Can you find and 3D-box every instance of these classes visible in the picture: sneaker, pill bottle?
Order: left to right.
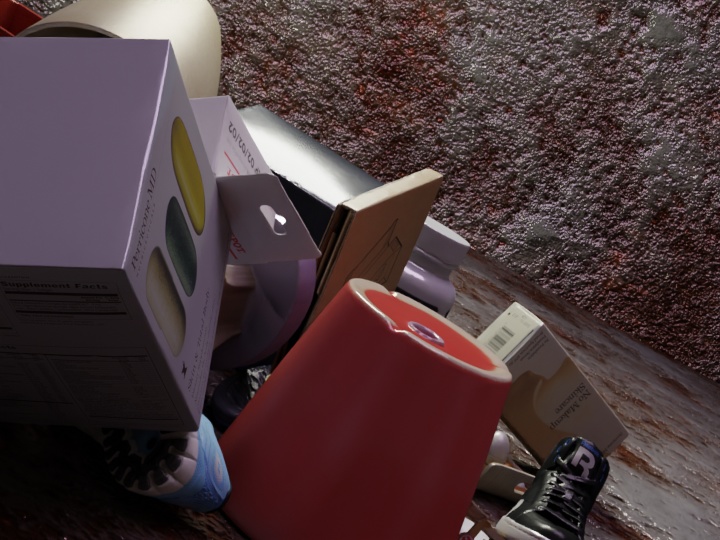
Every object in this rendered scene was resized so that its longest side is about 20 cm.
[{"bbox_3d":[-0.151,0.107,0.909,0.090,0.078,0.200,47,0,-41],"label":"sneaker"},{"bbox_3d":[-0.050,0.126,1.132,0.198,0.079,0.066,-5,45,-42],"label":"sneaker"},{"bbox_3d":[0.031,0.041,1.354,0.110,0.202,0.111,29,9,-5],"label":"pill bottle"},{"bbox_3d":[0.175,0.197,1.140,0.072,0.113,0.200,32,-4,6],"label":"sneaker"}]

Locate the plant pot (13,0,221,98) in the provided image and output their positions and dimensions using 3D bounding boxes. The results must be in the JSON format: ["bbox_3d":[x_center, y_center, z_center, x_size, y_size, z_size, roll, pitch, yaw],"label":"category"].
[{"bbox_3d":[-0.198,-0.171,1.143,0.186,0.188,0.201,29,37,-4],"label":"plant pot"}]

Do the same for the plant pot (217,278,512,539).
[{"bbox_3d":[0.009,0.118,0.957,0.199,0.179,0.201,29,10,-6],"label":"plant pot"}]

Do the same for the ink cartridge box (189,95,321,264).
[{"bbox_3d":[-0.130,-0.059,0.915,0.197,0.069,0.115,-1,-29,17],"label":"ink cartridge box"}]

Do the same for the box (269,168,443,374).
[{"bbox_3d":[0.000,0.000,1.132,0.021,0.165,0.200,29,22,15],"label":"box"}]

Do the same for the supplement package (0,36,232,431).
[{"bbox_3d":[-0.174,-0.016,0.775,0.148,0.154,0.201,2,-30,7],"label":"supplement package"}]

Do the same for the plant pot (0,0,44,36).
[{"bbox_3d":[-0.364,-0.162,1.265,0.199,0.178,0.199,32,10,20],"label":"plant pot"}]

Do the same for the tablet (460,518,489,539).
[{"bbox_3d":[0.129,0.257,1.109,0.198,0.014,0.130,29,10,-5],"label":"tablet"}]

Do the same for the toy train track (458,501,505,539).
[{"bbox_3d":[0.046,0.174,1.079,0.200,0.033,0.115,45,-8,-2],"label":"toy train track"}]

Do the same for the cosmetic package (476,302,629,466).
[{"bbox_3d":[0.206,0.145,1.465,0.200,0.105,0.071,47,-2,-29],"label":"cosmetic package"}]

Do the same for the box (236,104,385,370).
[{"bbox_3d":[-0.084,-0.019,1.247,0.195,0.202,0.117,33,26,17],"label":"box"}]

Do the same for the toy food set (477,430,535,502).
[{"bbox_3d":[0.133,0.179,1.381,0.142,0.061,0.200,24,12,-35],"label":"toy food set"}]

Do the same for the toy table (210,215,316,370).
[{"bbox_3d":[-0.140,0.020,1.056,0.116,0.199,0.186,-4,65,-45],"label":"toy table"}]
